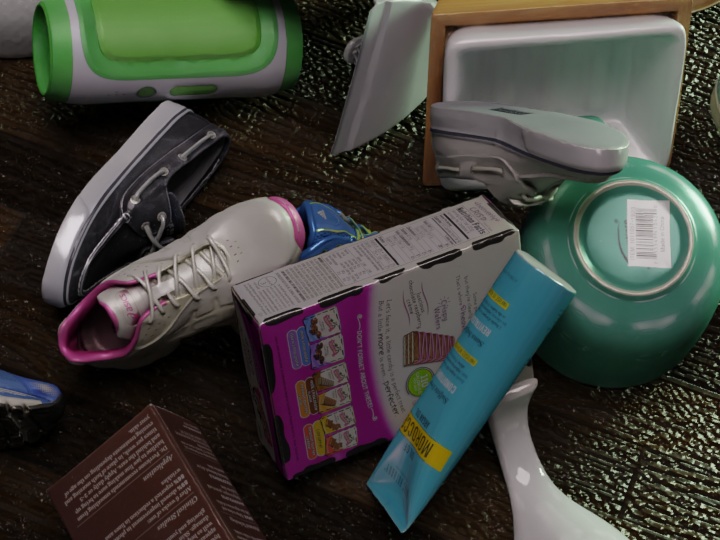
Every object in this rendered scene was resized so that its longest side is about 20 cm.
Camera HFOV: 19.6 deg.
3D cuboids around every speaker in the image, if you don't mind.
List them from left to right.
[{"bbox_3d":[-0.149,-0.174,1.604,0.198,0.089,0.089,-4,57,-20],"label":"speaker"}]

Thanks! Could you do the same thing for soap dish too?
[{"bbox_3d":[0.145,-0.144,1.587,0.198,0.158,0.082,-4,41,-6],"label":"soap dish"}]

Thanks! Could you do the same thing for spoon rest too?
[{"bbox_3d":[0.138,0.177,1.440,0.098,0.061,0.202,-18,73,-13],"label":"spoon rest"}]

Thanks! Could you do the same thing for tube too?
[{"bbox_3d":[0.072,0.082,1.426,0.050,0.077,0.201,30,98,-21],"label":"tube"}]

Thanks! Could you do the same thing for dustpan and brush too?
[{"bbox_3d":[0.043,-0.179,1.631,0.199,0.141,0.057,-20,48,-42],"label":"dustpan and brush"}]

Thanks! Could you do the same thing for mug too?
[{"bbox_3d":[0.176,-0.015,1.501,0.185,0.115,0.152,44,74,11],"label":"mug"}]

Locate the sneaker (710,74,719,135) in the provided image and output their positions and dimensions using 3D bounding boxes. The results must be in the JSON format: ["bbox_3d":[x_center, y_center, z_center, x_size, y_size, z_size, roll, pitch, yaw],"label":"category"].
[{"bbox_3d":[0.327,-0.093,1.602,0.073,0.082,0.201,-18,60,-14],"label":"sneaker"}]

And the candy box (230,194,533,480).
[{"bbox_3d":[0.018,0.046,1.455,0.198,0.137,0.061,-19,35,-16],"label":"candy box"}]

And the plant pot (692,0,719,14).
[{"bbox_3d":[0.237,-0.284,1.752,0.198,0.028,0.202,1,57,-2],"label":"plant pot"}]

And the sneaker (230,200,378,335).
[{"bbox_3d":[0.000,0.000,1.503,0.198,0.106,0.076,-9,49,-9],"label":"sneaker"}]

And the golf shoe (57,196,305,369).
[{"bbox_3d":[-0.126,0.015,1.445,0.199,0.091,0.076,-33,82,23],"label":"golf shoe"}]

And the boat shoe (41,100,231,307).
[{"bbox_3d":[-0.163,-0.043,1.548,0.067,0.072,0.201,25,52,13],"label":"boat shoe"}]

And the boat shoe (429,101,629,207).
[{"bbox_3d":[0.114,-0.076,1.458,0.071,0.066,0.199,-8,15,-36],"label":"boat shoe"}]

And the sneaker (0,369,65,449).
[{"bbox_3d":[-0.299,0.061,1.464,0.198,0.079,0.090,17,60,7],"label":"sneaker"}]

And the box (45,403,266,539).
[{"bbox_3d":[-0.112,0.199,1.370,0.100,0.075,0.201,-38,62,9],"label":"box"}]

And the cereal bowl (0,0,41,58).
[{"bbox_3d":[-0.281,-0.274,1.678,0.198,0.084,0.202,2,58,-4],"label":"cereal bowl"}]
